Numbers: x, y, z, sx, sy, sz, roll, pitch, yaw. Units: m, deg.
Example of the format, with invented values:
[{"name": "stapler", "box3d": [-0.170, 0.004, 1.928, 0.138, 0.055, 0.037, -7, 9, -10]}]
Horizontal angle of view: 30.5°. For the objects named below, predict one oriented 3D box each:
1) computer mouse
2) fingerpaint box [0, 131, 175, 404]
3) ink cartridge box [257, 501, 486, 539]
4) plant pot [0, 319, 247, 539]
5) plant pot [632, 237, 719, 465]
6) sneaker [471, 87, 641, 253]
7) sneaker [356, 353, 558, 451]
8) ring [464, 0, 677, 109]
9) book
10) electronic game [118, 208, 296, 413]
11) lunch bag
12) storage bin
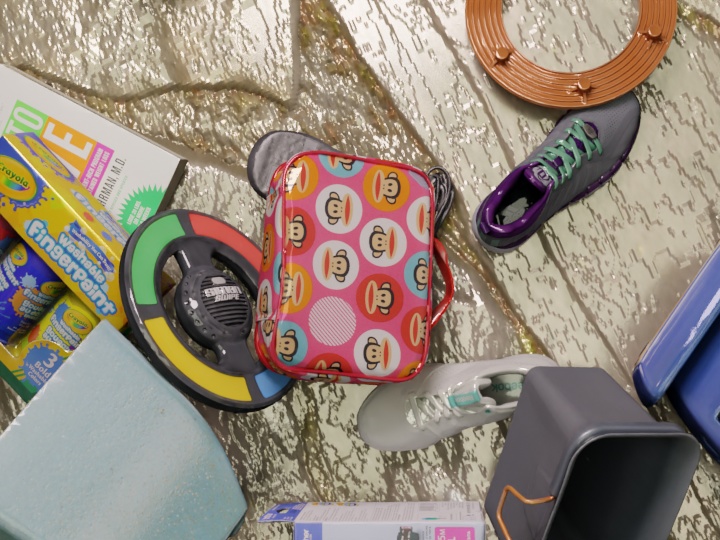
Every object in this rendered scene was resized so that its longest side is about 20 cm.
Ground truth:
[{"name": "computer mouse", "box3d": [-0.018, -0.045, 1.244, 0.197, 0.046, 0.143, 13, 83, -7]}, {"name": "fingerpaint box", "box3d": [-0.301, 0.002, 1.223, 0.167, 0.073, 0.200, -44, 89, 13]}, {"name": "ink cartridge box", "box3d": [0.012, 0.233, 1.183, 0.197, 0.119, 0.043, 1, 88, 4]}, {"name": "plant pot", "box3d": [-0.214, 0.207, 1.137, 0.199, 0.197, 0.196, 36, 57, 3]}, {"name": "plant pot", "box3d": [0.347, 0.078, 1.135, 0.179, 0.200, 0.201, 35, 90, 13]}, {"name": "sneaker", "box3d": [0.185, -0.093, 1.207, 0.074, 0.088, 0.200, 44, 91, 6]}, {"name": "sneaker", "box3d": [0.089, 0.116, 1.201, 0.197, 0.088, 0.076, -16, 87, 4]}, {"name": "ring", "box3d": [0.196, -0.248, 1.231, 0.197, 0.019, 0.204, -2, 74, 6]}, {"name": "book", "box3d": [-0.282, -0.092, 1.269, 0.198, 0.048, 0.135, 27, 95, 5]}, {"name": "electronic game", "box3d": [-0.130, 0.034, 1.182, 0.041, 0.199, 0.201, -37, 84, 36]}, {"name": "lunch bag", "box3d": [0.000, 0.000, 1.173, 0.173, 0.082, 0.203, 7, 83, -17]}, {"name": "storage bin", "box3d": [0.174, 0.184, 1.130, 0.143, 0.135, 0.203, 2, 118, -23]}]
